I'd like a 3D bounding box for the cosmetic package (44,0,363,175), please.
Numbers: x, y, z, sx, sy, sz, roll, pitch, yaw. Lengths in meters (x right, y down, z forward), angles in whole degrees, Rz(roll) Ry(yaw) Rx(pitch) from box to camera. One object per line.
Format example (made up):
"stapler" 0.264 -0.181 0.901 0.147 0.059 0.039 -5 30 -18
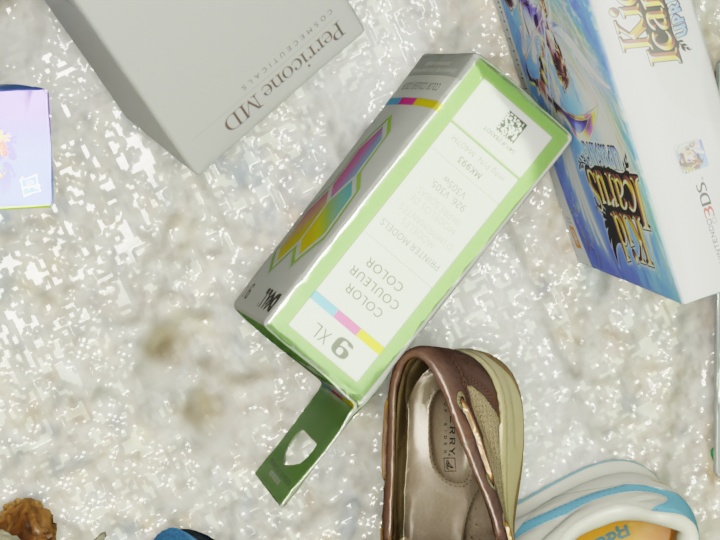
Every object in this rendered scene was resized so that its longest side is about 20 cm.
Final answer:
"cosmetic package" -0.092 -0.148 1.103 0.101 0.071 0.200 -42 132 -8

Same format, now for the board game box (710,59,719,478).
"board game box" 0.258 -0.003 1.250 0.199 0.026 0.202 -1 95 -10

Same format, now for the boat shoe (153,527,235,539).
"boat shoe" -0.033 0.192 1.149 0.068 0.200 0.084 9 126 -43

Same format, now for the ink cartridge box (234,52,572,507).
"ink cartridge box" 0.000 0.000 1.162 0.059 0.104 0.200 38 87 -10

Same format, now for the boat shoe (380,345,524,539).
"boat shoe" 0.036 0.130 1.133 0.072 0.072 0.202 -3 81 24

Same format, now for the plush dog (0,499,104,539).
"plush dog" -0.220 0.129 1.108 0.171 0.200 0.161 31 54 -20

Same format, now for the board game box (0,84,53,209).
"board game box" -0.197 -0.050 1.073 0.133 0.200 0.045 -3 95 -10

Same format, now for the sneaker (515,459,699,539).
"sneaker" 0.061 0.154 1.197 0.199 0.081 0.077 -35 101 -5

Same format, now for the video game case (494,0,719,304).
"video game case" 0.103 -0.085 1.126 0.045 0.200 0.182 -20 97 -5
